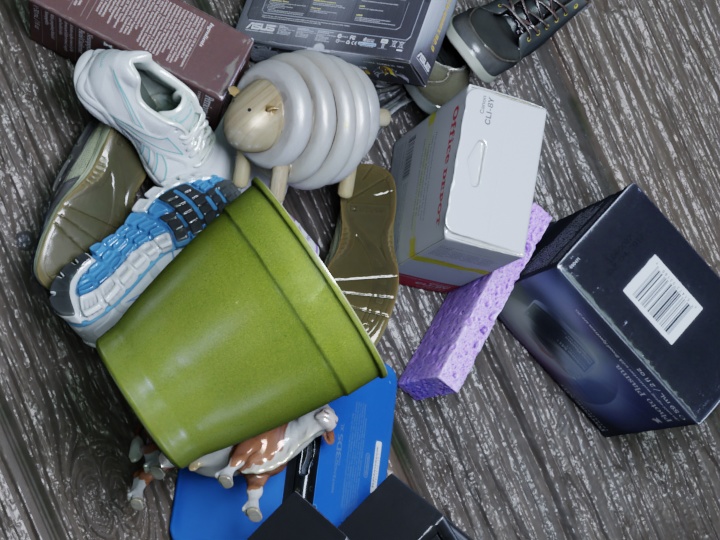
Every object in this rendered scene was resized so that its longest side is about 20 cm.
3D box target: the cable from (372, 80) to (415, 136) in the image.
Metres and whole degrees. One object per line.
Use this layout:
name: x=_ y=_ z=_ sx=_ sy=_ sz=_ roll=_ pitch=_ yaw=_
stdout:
cable: x=0.029 y=-0.173 z=1.547 sx=0.198 sy=0.050 sz=0.098 roll=-14 pitch=73 yaw=-18

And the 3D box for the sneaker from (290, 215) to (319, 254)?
sneaker: x=-0.112 y=0.035 z=1.434 sx=0.114 sy=0.073 sz=0.201 roll=41 pitch=76 yaw=-12

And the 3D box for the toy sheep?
toy sheep: x=-0.047 y=-0.135 z=1.435 sx=0.199 sy=0.137 sz=0.140 roll=-9 pitch=82 yaw=-49

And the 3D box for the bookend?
bookend: x=-0.001 y=0.256 z=1.371 sx=0.200 sy=0.092 sz=0.200 roll=-43 pitch=137 yaw=-14

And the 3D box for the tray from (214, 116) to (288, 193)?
tray: x=-0.129 y=-0.072 z=1.495 sx=0.106 sy=0.022 sz=0.202 roll=23 pitch=74 yaw=-14

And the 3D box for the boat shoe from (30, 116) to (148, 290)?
boat shoe: x=-0.247 y=-0.069 z=1.434 sx=0.072 sy=0.066 sz=0.203 roll=37 pitch=67 yaw=-34

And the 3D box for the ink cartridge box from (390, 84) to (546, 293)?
ink cartridge box: x=0.091 y=-0.070 z=1.471 sx=0.082 sy=0.200 sz=0.147 roll=13 pitch=76 yaw=-15

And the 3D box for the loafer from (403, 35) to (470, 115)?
loafer: x=0.049 y=-0.245 z=1.538 sx=0.075 sy=0.070 sz=0.201 roll=-26 pitch=71 yaw=-33

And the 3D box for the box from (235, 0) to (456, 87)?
box: x=-0.007 y=-0.267 z=1.497 sx=0.198 sy=0.048 sz=0.160 roll=11 pitch=71 yaw=26

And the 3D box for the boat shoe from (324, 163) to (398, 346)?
boat shoe: x=-0.002 y=-0.001 z=1.475 sx=0.072 sy=0.063 sz=0.203 roll=5 pitch=62 yaw=-4

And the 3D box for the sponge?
sponge: x=0.109 y=0.030 z=1.506 sx=0.030 sy=0.111 sz=0.201 roll=34 pitch=72 yaw=-10

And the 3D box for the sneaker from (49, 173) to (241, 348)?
sneaker: x=-0.186 y=-0.007 z=1.408 sx=0.199 sy=0.087 sz=0.075 roll=-38 pitch=55 yaw=-15

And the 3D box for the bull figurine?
bull figurine: x=-0.115 y=0.158 z=1.383 sx=0.122 sy=0.198 sz=0.066 roll=-61 pitch=142 yaw=-52

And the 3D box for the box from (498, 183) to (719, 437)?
box: x=0.248 y=0.046 z=1.502 sx=0.123 sy=0.198 sz=0.200 roll=-44 pitch=95 yaw=-18

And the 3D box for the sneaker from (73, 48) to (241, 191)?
sneaker: x=-0.169 y=-0.124 z=1.411 sx=0.200 sy=0.080 sz=0.071 roll=43 pitch=59 yaw=-36

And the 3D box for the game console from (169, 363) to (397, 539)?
game console: x=-0.068 y=0.173 z=1.471 sx=0.170 sy=0.117 sz=0.203 roll=21 pitch=72 yaw=-46

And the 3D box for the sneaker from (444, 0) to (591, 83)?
sneaker: x=0.153 y=-0.248 z=1.519 sx=0.075 sy=0.106 sz=0.200 roll=53 pitch=25 yaw=-1

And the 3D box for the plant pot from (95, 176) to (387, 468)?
plant pot: x=-0.110 y=0.060 z=1.314 sx=0.192 sy=0.200 sz=0.201 roll=-35 pitch=92 yaw=-6

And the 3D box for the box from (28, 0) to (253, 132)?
box: x=-0.204 y=-0.214 z=1.445 sx=0.198 sy=0.100 sz=0.076 roll=26 pitch=73 yaw=-3
